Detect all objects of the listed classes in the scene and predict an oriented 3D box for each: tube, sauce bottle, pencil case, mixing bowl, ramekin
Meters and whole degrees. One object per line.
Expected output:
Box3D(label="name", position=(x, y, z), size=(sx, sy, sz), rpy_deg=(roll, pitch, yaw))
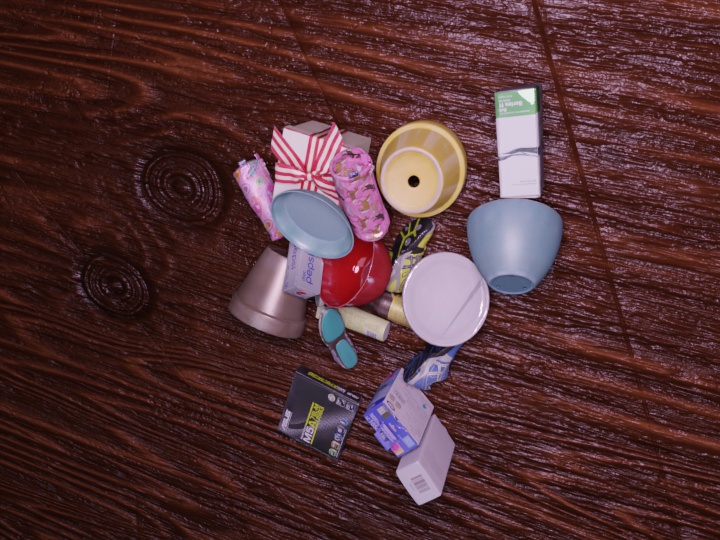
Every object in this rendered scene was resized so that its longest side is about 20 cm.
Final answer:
Box3D(label="tube", position=(-0.021, 0.116, 1.536), size=(0.195, 0.052, 0.059), rpy_deg=(19, 75, 18))
Box3D(label="sauce bottle", position=(0.083, 0.088, 1.476), size=(0.195, 0.065, 0.066), rpy_deg=(22, 114, 10))
Box3D(label="pencil case", position=(0.002, -0.149, 1.251), size=(0.086, 0.082, 0.202), rpy_deg=(38, 160, 37))
Box3D(label="mixing bowl", position=(0.000, 0.000, 1.398), size=(0.107, 0.203, 0.200), rpy_deg=(22, 124, -37))
Box3D(label="pencil case", position=(-0.227, -0.174, 1.486), size=(0.086, 0.087, 0.203), rpy_deg=(-28, 96, 25))
Box3D(label="ramekin", position=(0.182, 0.061, 1.381), size=(0.196, 0.094, 0.209), rpy_deg=(0, 92, -6))

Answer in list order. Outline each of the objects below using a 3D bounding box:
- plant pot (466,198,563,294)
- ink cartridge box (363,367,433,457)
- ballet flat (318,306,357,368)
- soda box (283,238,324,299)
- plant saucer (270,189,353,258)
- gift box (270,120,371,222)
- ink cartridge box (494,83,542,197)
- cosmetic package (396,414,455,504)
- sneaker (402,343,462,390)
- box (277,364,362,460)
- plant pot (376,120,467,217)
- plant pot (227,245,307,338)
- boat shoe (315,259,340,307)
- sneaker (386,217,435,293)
Box3D(label="plant pot", position=(0.311, -0.033, 1.259), size=(0.194, 0.138, 0.201), rpy_deg=(8, 155, 4))
Box3D(label="ink cartridge box", position=(0.091, 0.347, 1.487), size=(0.076, 0.200, 0.137), rpy_deg=(-39, 93, 26))
Box3D(label="ballet flat", position=(-0.067, 0.160, 1.530), size=(0.070, 0.073, 0.203), rpy_deg=(-7, 128, 21))
Box3D(label="soda box", position=(-0.125, -0.043, 1.433), size=(0.063, 0.067, 0.206), rpy_deg=(-19, 58, 47))
Box3D(label="plant saucer", position=(-0.098, -0.106, 1.311), size=(0.195, 0.036, 0.202), rpy_deg=(19, 146, 13))
Box3D(label="gift box", position=(-0.091, -0.238, 1.358), size=(0.180, 0.187, 0.205), rpy_deg=(14, 113, 13))
Box3D(label="ink cartridge box", position=(0.320, -0.258, 1.228), size=(0.081, 0.147, 0.206), rpy_deg=(-1, 107, 21))
Box3D(label="cosmetic package", position=(0.162, 0.454, 1.498), size=(0.073, 0.200, 0.103), rpy_deg=(-32, 96, 25))
Box3D(label="sneaker", position=(0.190, 0.211, 1.487), size=(0.076, 0.077, 0.200), rpy_deg=(34, 118, -20))
Box3D(label="box", position=(-0.111, 0.383, 1.657), size=(0.189, 0.048, 0.204), rpy_deg=(24, 114, 8))
Box3D(label="plant pot", position=(0.120, -0.201, 1.286), size=(0.195, 0.189, 0.207), rpy_deg=(4, 109, 12))
Box3D(label="plant pot", position=(-0.202, 0.043, 1.509), size=(0.196, 0.200, 0.177), rpy_deg=(25, 98, 9))
Box3D(label="boat shoe", position=(-0.073, -0.012, 1.500), size=(0.059, 0.075, 0.206), rpy_deg=(2, 103, -21))
Box3D(label="sneaker", position=(0.113, -0.035, 1.431), size=(0.075, 0.076, 0.201), rpy_deg=(25, 116, -26))
